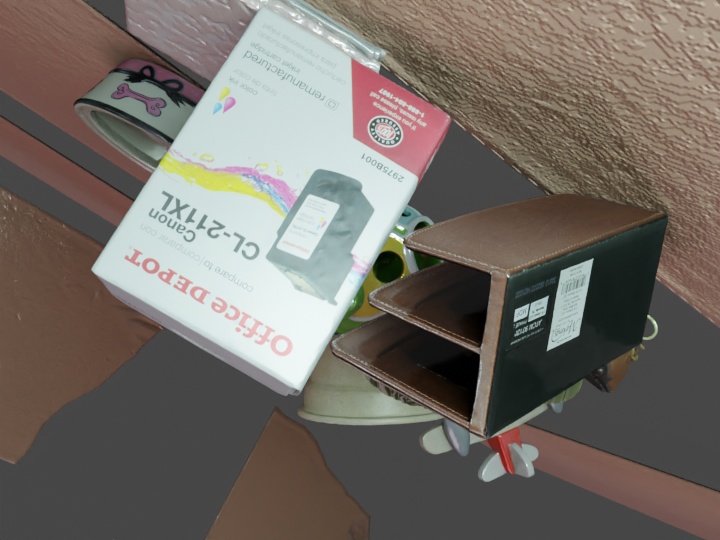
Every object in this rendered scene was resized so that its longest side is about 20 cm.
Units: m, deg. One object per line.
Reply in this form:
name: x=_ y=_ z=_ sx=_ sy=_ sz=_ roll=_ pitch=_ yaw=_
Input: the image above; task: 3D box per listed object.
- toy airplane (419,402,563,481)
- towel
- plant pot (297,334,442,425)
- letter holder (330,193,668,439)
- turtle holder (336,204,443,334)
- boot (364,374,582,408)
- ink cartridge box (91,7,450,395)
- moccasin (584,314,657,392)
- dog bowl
toy airplane: x=0.192 y=0.187 z=1.091 sx=0.198 sy=0.201 sz=0.141 roll=28 pitch=152 yaw=-8
towel: x=-0.087 y=-0.173 z=0.605 sx=0.199 sy=0.032 sz=0.191 roll=30 pitch=168 yaw=-9
plant pot: x=0.020 y=0.081 z=0.986 sx=0.199 sy=0.185 sz=0.200 roll=-1 pitch=179 yaw=0
letter holder: x=0.091 y=0.008 z=0.540 sx=0.142 sy=0.101 sz=0.199 roll=22 pitch=-154 yaw=39
turtle holder: x=0.001 y=-0.010 z=0.798 sx=0.131 sy=0.142 sz=0.185 roll=-11 pitch=166 yaw=29
boot: x=0.093 y=0.041 z=0.676 sx=0.174 sy=0.067 sz=0.200 roll=7 pitch=-157 yaw=2
ink cartridge box: x=-0.053 y=-0.040 z=0.519 sx=0.145 sy=0.201 sz=0.083 roll=29 pitch=167 yaw=-1
moccasin: x=0.241 y=0.067 z=0.780 sx=0.074 sy=0.078 sz=0.201 roll=39 pitch=180 yaw=35
dog bowl: x=-0.208 y=-0.153 z=0.882 sx=0.199 sy=0.074 sz=0.200 roll=28 pitch=169 yaw=6
